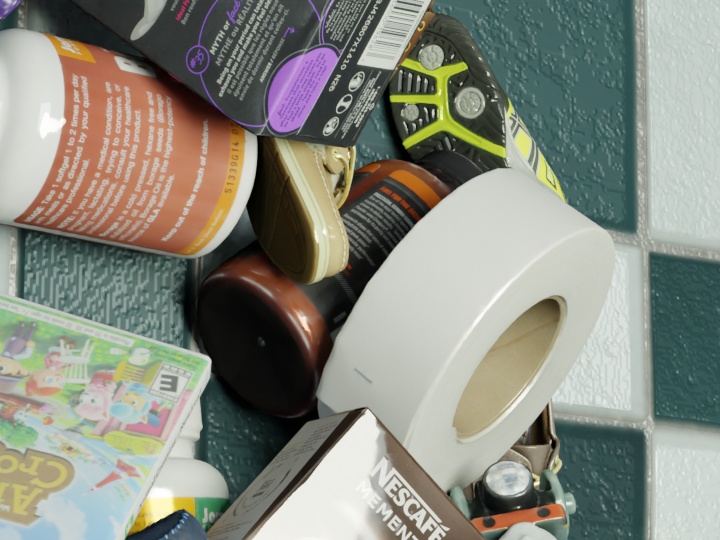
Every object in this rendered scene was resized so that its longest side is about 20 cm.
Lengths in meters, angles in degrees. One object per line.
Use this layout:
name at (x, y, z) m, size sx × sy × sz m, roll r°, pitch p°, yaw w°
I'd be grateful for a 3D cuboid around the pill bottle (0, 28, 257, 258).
pill bottle at (-0.168, -0.076, 1.556) m, size 0.200 × 0.112 × 0.112 m, roll 12°, pitch 74°, yaw -35°

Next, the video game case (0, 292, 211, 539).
video game case at (-0.204, 0.083, 1.449) m, size 0.200 × 0.022 × 0.182 m, roll 17°, pitch 45°, yaw 9°

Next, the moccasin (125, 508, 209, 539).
moccasin at (-0.175, 0.178, 1.431) m, size 0.200 × 0.080 × 0.068 m, roll -32°, pitch 95°, yaw -8°

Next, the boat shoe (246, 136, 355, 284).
boat shoe at (-0.037, -0.068, 1.615) m, size 0.066 × 0.074 × 0.200 m, roll -5°, pitch 43°, yaw -21°

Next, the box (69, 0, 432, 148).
box at (-0.074, -0.172, 1.559) m, size 0.106 × 0.200 × 0.122 m, roll 3°, pitch 120°, yaw -60°

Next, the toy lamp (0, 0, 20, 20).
toy lamp at (-0.274, -0.214, 1.542) m, size 0.200 × 0.058 × 0.058 m, roll 38°, pitch 60°, yaw -22°

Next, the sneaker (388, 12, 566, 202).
sneaker at (0.080, -0.075, 1.781) m, size 0.200 × 0.075 × 0.076 m, roll 65°, pitch 15°, yaw 3°

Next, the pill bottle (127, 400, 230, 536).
pill bottle at (-0.127, 0.169, 1.535) m, size 0.113 × 0.113 × 0.200 m, roll 3°, pitch 78°, yaw -36°

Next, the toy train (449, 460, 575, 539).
toy train at (0.099, 0.209, 1.654) m, size 0.085 × 0.200 × 0.114 m, roll -10°, pitch 44°, yaw -7°

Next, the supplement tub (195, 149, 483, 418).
supplement tub at (0.000, 0.000, 1.670) m, size 0.200 × 0.107 × 0.107 m, roll -36°, pitch 102°, yaw -36°

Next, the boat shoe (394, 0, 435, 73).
boat shoe at (0.008, -0.167, 1.735) m, size 0.072 × 0.068 × 0.200 m, roll 39°, pitch 60°, yaw -24°

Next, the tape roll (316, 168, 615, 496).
tape roll at (0.064, 0.040, 1.623) m, size 0.071 × 0.203 × 0.202 m, roll 37°, pitch 51°, yaw 22°

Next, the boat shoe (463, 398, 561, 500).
boat shoe at (0.096, 0.114, 1.748) m, size 0.072 × 0.060 × 0.200 m, roll 0°, pitch 80°, yaw -38°

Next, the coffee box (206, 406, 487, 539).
coffee box at (-0.038, 0.184, 1.466) m, size 0.113 × 0.080 × 0.200 m, roll 48°, pitch 65°, yaw -11°
